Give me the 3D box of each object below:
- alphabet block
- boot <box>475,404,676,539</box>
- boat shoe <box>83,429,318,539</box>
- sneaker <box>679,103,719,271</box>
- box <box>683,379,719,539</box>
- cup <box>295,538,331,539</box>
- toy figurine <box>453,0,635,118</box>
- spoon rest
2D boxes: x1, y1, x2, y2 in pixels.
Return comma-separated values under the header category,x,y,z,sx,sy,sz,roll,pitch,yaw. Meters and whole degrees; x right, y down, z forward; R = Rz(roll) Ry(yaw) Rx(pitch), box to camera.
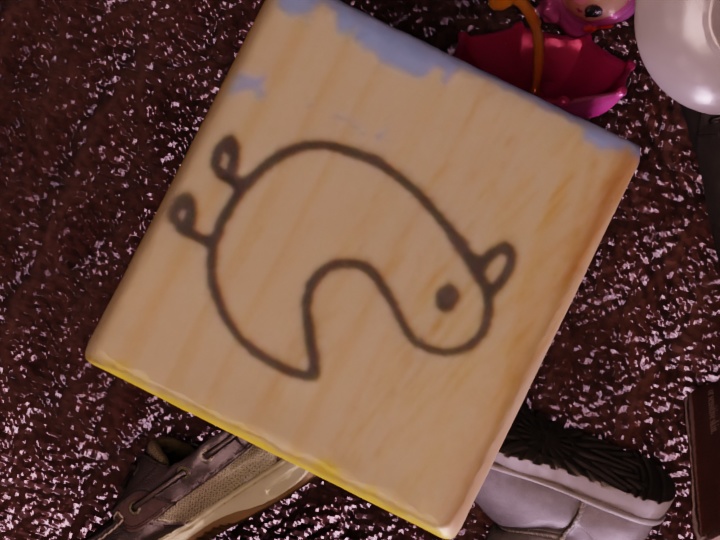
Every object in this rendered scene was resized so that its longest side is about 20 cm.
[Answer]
category,x,y,z,sx,sy,sz,roll,pitch,yaw
alphabet block,0.000,0.000,1.058,0.195,0.196,0.200,25,85,3
boot,0.067,0.175,1.217,0.182,0.073,0.200,26,117,2
boat shoe,-0.100,0.122,1.222,0.200,0.073,0.065,-30,88,16
sneaker,0.208,-0.043,1.103,0.076,0.091,0.200,-14,105,15
box,0.289,0.130,1.104,0.200,0.164,0.166,-22,108,15
cup,-0.047,0.227,1.177,0.143,0.200,0.200,-39,99,16
toy figurine,0.088,-0.159,1.060,0.200,0.150,0.184,-35,131,6
spoon rest,0.229,-0.121,1.063,0.200,0.061,0.099,5,97,-12
